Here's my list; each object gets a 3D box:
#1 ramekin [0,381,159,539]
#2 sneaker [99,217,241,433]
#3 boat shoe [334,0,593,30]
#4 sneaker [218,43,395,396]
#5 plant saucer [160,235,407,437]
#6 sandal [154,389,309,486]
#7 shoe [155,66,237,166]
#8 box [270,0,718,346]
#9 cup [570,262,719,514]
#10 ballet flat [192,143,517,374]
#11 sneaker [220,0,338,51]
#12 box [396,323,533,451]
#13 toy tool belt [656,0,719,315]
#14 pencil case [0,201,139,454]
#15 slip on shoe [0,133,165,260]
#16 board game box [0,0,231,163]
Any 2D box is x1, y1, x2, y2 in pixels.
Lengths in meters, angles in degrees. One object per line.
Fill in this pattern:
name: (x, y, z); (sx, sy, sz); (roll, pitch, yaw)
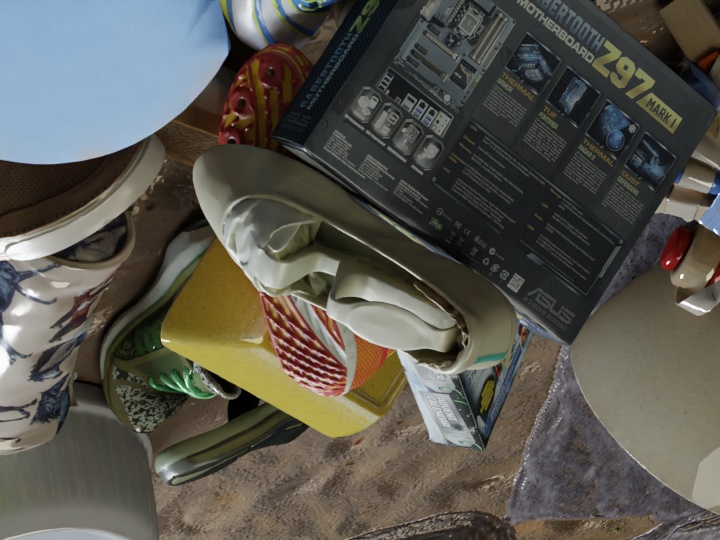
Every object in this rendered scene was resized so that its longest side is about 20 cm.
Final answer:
ramekin: (-0.230, 0.174, 1.356); (0.199, 0.105, 0.201); (-14, 145, -10)
sneaker: (-0.109, 0.054, 1.270); (0.077, 0.089, 0.200); (1, 140, -29)
boat shoe: (0.087, -0.151, 1.115); (0.199, 0.065, 0.072); (-16, 144, -8)
sneaker: (-0.028, -0.031, 1.104); (0.077, 0.073, 0.201); (-38, 124, -49)
plant saucer: (0.000, 0.000, 1.209); (0.200, 0.048, 0.200); (-57, 140, -1)
sandal: (-0.062, 0.084, 1.329); (0.201, 0.057, 0.080); (-21, 165, -48)
shoe: (-0.133, -0.108, 1.079); (0.200, 0.054, 0.070); (23, 159, -40)
box: (0.075, -0.078, 1.060); (0.200, 0.051, 0.158); (35, 85, -26)
cup: (0.267, 0.054, 1.382); (0.200, 0.201, 0.143); (9, 129, -36)
ballet flat: (-0.014, -0.003, 1.020); (0.070, 0.199, 0.070); (-54, 160, -29)
sneaker: (-0.028, -0.161, 1.007); (0.075, 0.105, 0.200); (-10, 143, -15)
box: (0.078, -0.014, 1.183); (0.040, 0.200, 0.137); (9, 146, 25)
toy tool belt: (0.210, -0.079, 1.258); (0.123, 0.125, 0.200); (26, 130, -1)
pencil case: (-0.192, 0.024, 1.196); (0.089, 0.078, 0.200); (-21, 152, -39)
slip on shoe: (-0.202, -0.047, 1.081); (0.199, 0.076, 0.061); (-12, 130, 26)
board game box: (-0.156, -0.153, 0.979); (0.157, 0.039, 0.201); (-18, 115, -11)
